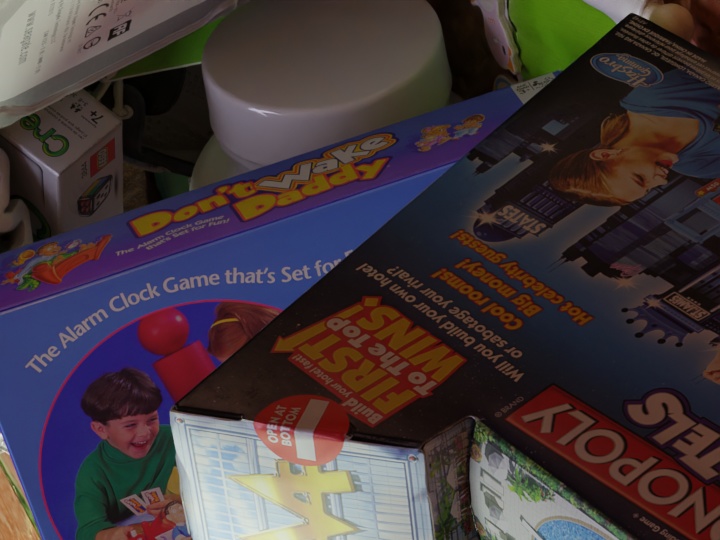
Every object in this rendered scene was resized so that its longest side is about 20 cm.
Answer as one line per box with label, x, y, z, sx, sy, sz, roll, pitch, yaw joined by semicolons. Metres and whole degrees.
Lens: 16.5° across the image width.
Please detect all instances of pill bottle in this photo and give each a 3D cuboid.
pill bottle;0.000;0.000;0.889;0.112;0.112;0.200;40;151;45

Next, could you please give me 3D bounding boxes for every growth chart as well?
growth chart;0.083;-0.021;0.802;0.145;0.018;0.200;30;141;57

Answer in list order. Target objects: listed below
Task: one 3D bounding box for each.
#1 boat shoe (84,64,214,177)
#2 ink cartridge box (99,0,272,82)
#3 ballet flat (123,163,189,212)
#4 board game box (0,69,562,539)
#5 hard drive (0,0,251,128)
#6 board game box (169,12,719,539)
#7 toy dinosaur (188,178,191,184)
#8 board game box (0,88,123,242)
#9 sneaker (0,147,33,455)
boat shoe;-0.084;-0.074;0.939;0.200;0.074;0.060;26;-177;-45
ink cartridge box;-0.118;-0.136;0.857;0.148;0.200;0.076;50;138;28
ballet flat;-0.095;0.000;0.994;0.200;0.067;0.068;-106;-8;-52
board game box;-0.010;0.034;0.777;0.045;0.200;0.135;-114;7;-66
hard drive;-0.047;-0.113;0.734;0.038;0.200;0.140;56;158;10
board game box;0.065;0.034;0.625;0.200;0.200;0.062;36;145;41
toy dinosaur;-0.073;-0.011;1.102;0.102;0.077;0.200;4;125;51
board game box;-0.139;-0.020;0.899;0.126;0.035;0.200;38;151;19
sneaker;-0.120;0.029;0.816;0.200;0.081;0.075;51;149;-12
